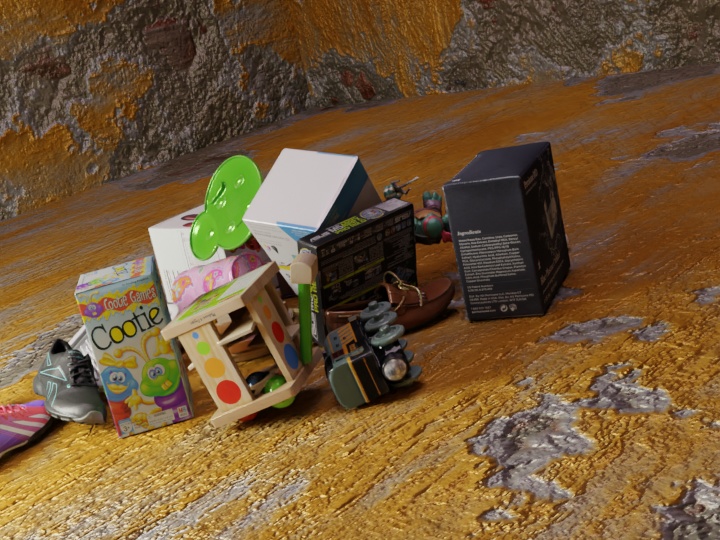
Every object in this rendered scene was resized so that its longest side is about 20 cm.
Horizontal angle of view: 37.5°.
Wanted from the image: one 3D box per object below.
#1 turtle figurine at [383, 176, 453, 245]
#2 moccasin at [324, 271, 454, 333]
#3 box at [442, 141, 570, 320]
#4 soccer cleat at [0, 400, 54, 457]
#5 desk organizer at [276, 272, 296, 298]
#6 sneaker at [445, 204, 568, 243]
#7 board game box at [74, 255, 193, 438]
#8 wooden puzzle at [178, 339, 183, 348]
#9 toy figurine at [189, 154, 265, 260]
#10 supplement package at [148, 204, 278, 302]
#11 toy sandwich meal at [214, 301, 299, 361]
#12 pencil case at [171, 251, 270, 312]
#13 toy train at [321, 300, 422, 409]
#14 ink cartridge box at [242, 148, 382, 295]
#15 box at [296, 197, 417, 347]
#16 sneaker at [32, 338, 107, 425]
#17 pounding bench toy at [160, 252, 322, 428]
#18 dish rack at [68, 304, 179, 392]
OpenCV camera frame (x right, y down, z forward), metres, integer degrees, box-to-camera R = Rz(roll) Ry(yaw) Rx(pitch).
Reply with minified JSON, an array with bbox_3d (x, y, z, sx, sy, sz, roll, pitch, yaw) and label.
[{"bbox_3d":[0.102,-0.089,1.651,0.148,0.102,0.200,11,5,-11],"label":"turtle figurine"},{"bbox_3d":[0.043,0.047,1.517,0.199,0.079,0.074,-17,16,-12],"label":"moccasin"},{"bbox_3d":[0.214,-0.059,1.518,0.116,0.202,0.197,-6,18,25],"label":"box"},{"bbox_3d":[-0.482,0.208,1.409,0.068,0.074,0.200,-6,16,29],"label":"soccer cleat"},{"bbox_3d":[-0.045,-0.015,1.810,0.198,0.078,0.072,-10,16,12],"label":"desk organizer"},{"bbox_3d":[0.230,-0.094,1.721,0.198,0.148,0.080,-4,18,31],"label":"sneaker"},{"bbox_3d":[-0.295,0.098,1.398,0.102,0.202,0.105,-15,15,-7],"label":"board game box"},{"bbox_3d":[-0.347,0.106,1.721,0.198,0.038,0.185,-1,20,38],"label":"wooden puzzle"},{"bbox_3d":[-0.155,-0.080,1.752,0.183,0.151,0.200,11,-47,-44],"label":"toy figurine"},{"bbox_3d":[-0.237,-0.039,1.925,0.199,0.149,0.191,2,22,41],"label":"supplement package"},{"bbox_3d":[-0.170,0.077,1.607,0.203,0.071,0.205,-13,16,4],"label":"toy sandwich meal"},{"bbox_3d":[-0.229,0.024,1.747,0.199,0.088,0.087,-16,9,47],"label":"pencil case"},{"bbox_3d":[0.007,0.105,1.354,0.113,0.086,0.200,-24,16,-1],"label":"toy train"},{"bbox_3d":[-0.053,-0.064,1.645,0.146,0.201,0.147,10,59,34],"label":"ink cartridge box"},{"bbox_3d":[0.000,0.000,1.560,0.199,0.162,0.044,-26,33,-37],"label":"box"},{"bbox_3d":[-0.400,0.154,1.462,0.075,0.080,0.199,15,5,-38],"label":"sneaker"},{"bbox_3d":[-0.109,0.085,1.316,0.199,0.157,0.124,-24,12,22],"label":"pounding bench toy"},{"bbox_3d":[-0.368,0.123,1.600,0.198,0.044,0.172,-1,41,37],"label":"dish rack"}]
